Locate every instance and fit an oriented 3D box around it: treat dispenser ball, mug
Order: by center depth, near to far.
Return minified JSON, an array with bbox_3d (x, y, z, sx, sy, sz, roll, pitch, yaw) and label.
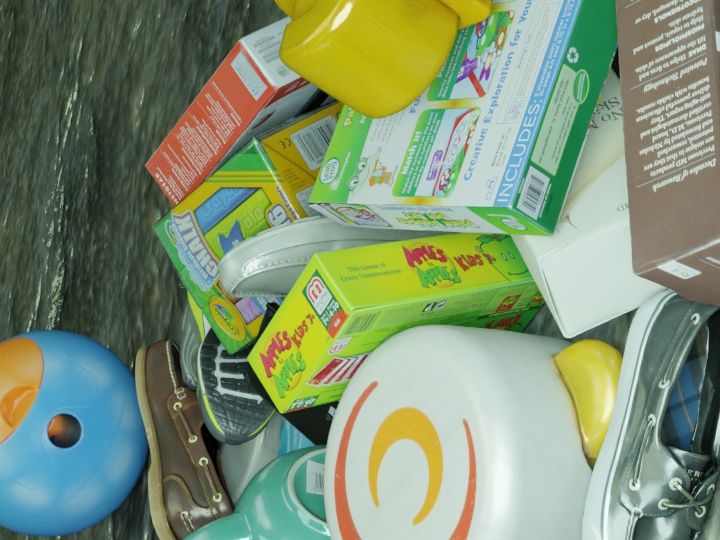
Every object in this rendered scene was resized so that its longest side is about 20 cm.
[{"bbox_3d":[-0.026,0.196,1.233,0.152,0.184,0.115,32,128,29],"label":"mug"},{"bbox_3d":[-0.306,0.159,1.793,0.201,0.199,0.203,-34,50,54],"label":"treat dispenser ball"}]

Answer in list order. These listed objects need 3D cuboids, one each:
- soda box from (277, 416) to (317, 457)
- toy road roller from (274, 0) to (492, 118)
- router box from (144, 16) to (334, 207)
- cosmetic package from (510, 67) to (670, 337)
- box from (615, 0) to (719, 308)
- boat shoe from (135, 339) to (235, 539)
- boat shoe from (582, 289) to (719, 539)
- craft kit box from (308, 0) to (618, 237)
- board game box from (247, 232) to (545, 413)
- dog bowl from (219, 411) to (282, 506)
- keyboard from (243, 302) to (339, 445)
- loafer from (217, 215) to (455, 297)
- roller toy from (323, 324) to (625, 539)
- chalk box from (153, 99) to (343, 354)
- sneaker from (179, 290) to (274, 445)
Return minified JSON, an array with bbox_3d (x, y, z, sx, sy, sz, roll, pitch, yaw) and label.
[{"bbox_3d":[-0.028,0.175,1.383,0.064,0.067,0.202,152,125,-69],"label":"soda box"},{"bbox_3d":[0.031,-0.176,1.057,0.199,0.122,0.147,-13,57,48],"label":"toy road roller"},{"bbox_3d":[-0.054,-0.146,1.448,0.049,0.200,0.179,52,139,6],"label":"router box"},{"bbox_3d":[0.130,-0.064,1.129,0.103,0.073,0.201,-25,41,1],"label":"cosmetic package"},{"bbox_3d":[0.200,-0.086,1.010,0.075,0.100,0.202,-22,60,44],"label":"box"},{"bbox_3d":[-0.140,0.137,1.511,0.070,0.070,0.201,-24,52,12],"label":"boat shoe"},{"bbox_3d":[0.173,0.108,1.031,0.056,0.068,0.202,-4,74,60],"label":"boat shoe"},{"bbox_3d":[0.070,-0.121,1.114,0.197,0.048,0.201,6,72,51],"label":"craft kit box"},{"bbox_3d":[0.033,0.028,1.186,0.048,0.199,0.102,56,132,25],"label":"board game box"},{"bbox_3d":[-0.095,0.137,1.549,0.200,0.058,0.202,-33,52,54],"label":"dog bowl"},{"bbox_3d":[0.005,0.095,1.322,0.200,0.040,0.105,39,126,22],"label":"keyboard"},{"bbox_3d":[0.000,0.000,1.270,0.070,0.198,0.070,122,137,-63],"label":"loafer"},{"bbox_3d":[0.079,0.126,1.126,0.182,0.139,0.202,21,101,52],"label":"roller toy"},{"bbox_3d":[-0.065,-0.025,1.416,0.200,0.124,0.125,-36,85,47],"label":"chalk box"},{"bbox_3d":[-0.108,0.077,1.471,0.201,0.073,0.081,-101,26,-54],"label":"sneaker"}]
